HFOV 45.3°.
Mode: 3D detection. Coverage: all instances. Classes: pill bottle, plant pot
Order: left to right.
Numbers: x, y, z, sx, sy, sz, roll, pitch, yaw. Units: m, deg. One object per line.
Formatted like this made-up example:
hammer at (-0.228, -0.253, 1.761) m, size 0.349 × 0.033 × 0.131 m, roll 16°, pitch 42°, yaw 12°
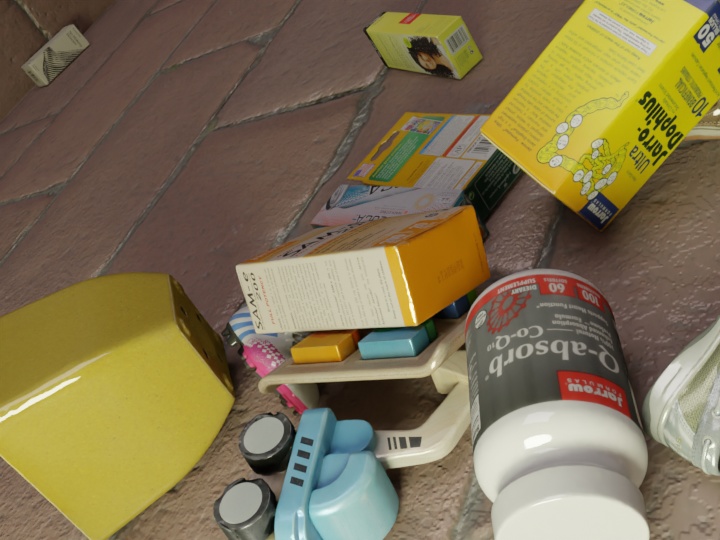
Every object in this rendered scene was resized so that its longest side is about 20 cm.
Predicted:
plant pot at (-0.247, 0.116, 0.899) m, size 0.199 × 0.195 × 0.196 m, roll -30°, pitch 32°, yaw 2°
pill bottle at (0.135, 0.102, 0.604) m, size 0.116 × 0.116 × 0.200 m, roll -24°, pitch 35°, yaw 21°

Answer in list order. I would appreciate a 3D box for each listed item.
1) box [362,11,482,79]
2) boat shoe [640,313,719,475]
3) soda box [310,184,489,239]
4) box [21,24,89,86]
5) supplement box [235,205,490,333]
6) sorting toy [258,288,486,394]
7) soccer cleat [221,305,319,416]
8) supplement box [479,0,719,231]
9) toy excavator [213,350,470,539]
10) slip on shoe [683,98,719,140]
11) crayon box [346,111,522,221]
box at (0.085, -0.325, 1.231) m, size 0.050 × 0.075 × 0.200 m, roll -44°, pitch 32°, yaw -10°
boat shoe at (0.276, 0.047, 0.581) m, size 0.202 × 0.074 × 0.065 m, roll -46°, pitch 39°, yaw -5°
soda box at (0.038, -0.047, 0.936) m, size 0.200 × 0.064 × 0.068 m, roll 9°, pitch 55°, yaw 49°
box at (-0.929, -0.655, 2.630) m, size 0.068 × 0.082 × 0.200 m, roll 5°, pitch 53°, yaw 48°
supplement box at (0.000, 0.000, 0.797) m, size 0.199 × 0.074 × 0.126 m, roll -6°, pitch 15°, yaw 41°
sorting toy at (0.027, 0.051, 0.779) m, size 0.199 × 0.037 × 0.185 m, roll -13°, pitch 12°, yaw 36°
soccer cleat at (-0.081, 0.074, 0.891) m, size 0.086 × 0.070 × 0.200 m, roll -43°, pitch 32°, yaw -8°
supplement box at (0.226, -0.155, 0.771) m, size 0.200 × 0.109 × 0.110 m, roll -51°, pitch 50°, yaw 13°
toy excavator at (0.008, 0.157, 0.700) m, size 0.199 × 0.100 × 0.195 m, roll -6°, pitch 41°, yaw 19°
slip on shoe at (0.327, -0.165, 0.805) m, size 0.199 × 0.061 × 0.076 m, roll -4°, pitch 45°, yaw 42°
crayon box at (0.092, -0.121, 0.988) m, size 0.126 × 0.052 × 0.200 m, roll -50°, pitch 35°, yaw -18°
